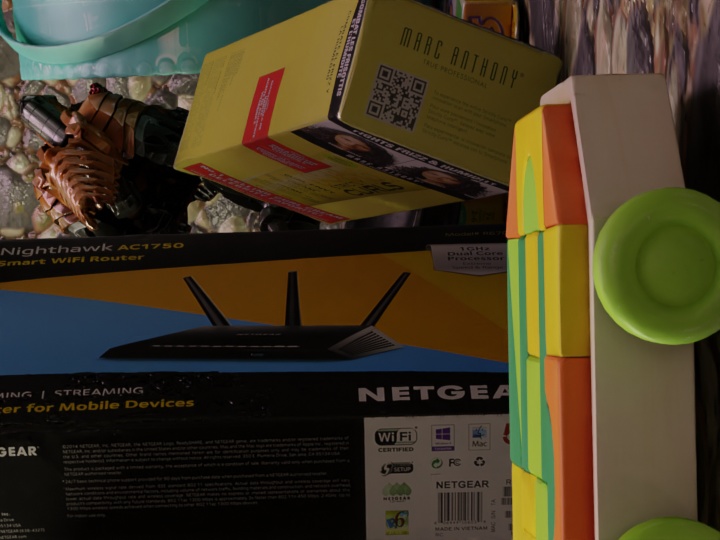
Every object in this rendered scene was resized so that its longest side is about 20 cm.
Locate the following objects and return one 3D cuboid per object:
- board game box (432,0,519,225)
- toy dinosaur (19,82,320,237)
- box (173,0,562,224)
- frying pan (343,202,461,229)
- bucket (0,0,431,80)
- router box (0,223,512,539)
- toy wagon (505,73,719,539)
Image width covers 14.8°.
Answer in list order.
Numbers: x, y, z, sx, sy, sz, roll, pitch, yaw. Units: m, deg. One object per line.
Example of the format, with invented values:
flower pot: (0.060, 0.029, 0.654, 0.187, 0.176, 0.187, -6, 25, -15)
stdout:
board game box: (0.046, -0.084, 1.136, 0.200, 0.030, 0.096, -104, 14, -70)
toy dinosaur: (-0.091, -0.027, 1.137, 0.102, 0.135, 0.200, -56, -2, 29)
box: (-0.003, -0.055, 0.986, 0.200, 0.075, 0.050, -4, 67, 70)
frying pan: (0.000, 0.012, 1.086, 0.190, 0.031, 0.115, 117, 162, -45)
bucket: (-0.061, -0.151, 1.160, 0.207, 0.206, 0.136, -120, 27, -85)
router box: (-0.032, 0.037, 0.918, 0.149, 0.198, 0.051, -96, 4, -66)
toy wagon: (0.059, 0.057, 0.645, 0.155, 0.039, 0.202, 164, 106, -88)
